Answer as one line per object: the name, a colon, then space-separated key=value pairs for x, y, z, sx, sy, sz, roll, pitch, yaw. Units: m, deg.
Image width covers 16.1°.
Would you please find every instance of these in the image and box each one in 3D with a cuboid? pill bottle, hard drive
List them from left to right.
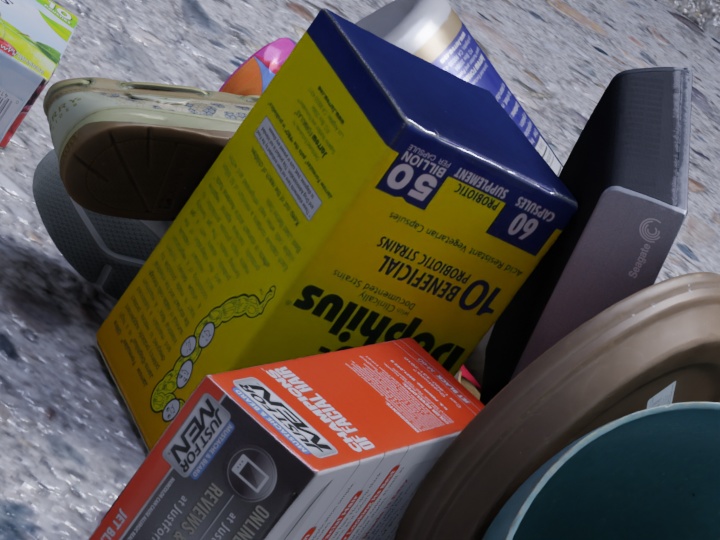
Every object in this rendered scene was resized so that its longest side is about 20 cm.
pill bottle: x=0.049 y=-0.037 z=1.345 sx=0.200 sy=0.116 sz=0.116 roll=54 pitch=13 yaw=-14
hard drive: x=0.101 y=0.010 z=1.197 sx=0.042 sy=0.200 sz=0.135 roll=19 pitch=37 yaw=-5

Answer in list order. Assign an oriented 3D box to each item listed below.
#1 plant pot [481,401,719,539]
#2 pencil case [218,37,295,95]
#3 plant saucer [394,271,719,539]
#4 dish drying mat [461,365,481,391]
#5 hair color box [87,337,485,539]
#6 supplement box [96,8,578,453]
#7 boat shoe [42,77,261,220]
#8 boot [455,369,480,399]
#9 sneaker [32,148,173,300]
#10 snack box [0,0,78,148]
plant pot: x=0.120 y=0.164 z=1.073 sx=0.200 sy=0.200 sz=0.135 roll=32 pitch=-19 yaw=-11
pencil case: x=-0.002 y=-0.057 z=1.578 sx=0.200 sy=0.088 sz=0.088 roll=42 pitch=18 yaw=14
plant saucer: x=0.100 y=0.081 z=1.136 sx=0.029 sy=0.200 sz=0.200 roll=48 pitch=20 yaw=25
dish drying mat: x=0.023 y=0.043 z=1.461 sx=0.200 sy=0.018 sz=0.077 roll=36 pitch=17 yaw=5
hair color box: x=-0.027 y=0.094 z=1.056 sx=0.064 sy=0.111 sz=0.200 roll=41 pitch=17 yaw=16
supplement box: x=-0.014 y=0.002 z=1.174 sx=0.109 sy=0.200 sz=0.110 roll=23 pitch=21 yaw=-35
boat shoe: x=-0.055 y=-0.057 z=1.230 sx=0.200 sy=0.073 sz=0.063 roll=11 pitch=34 yaw=-33
boot: x=0.047 y=0.098 z=1.275 sx=0.075 sy=0.074 sz=0.200 roll=43 pitch=14 yaw=-4
sneaker: x=-0.076 y=-0.013 z=1.285 sx=0.200 sy=0.070 sz=0.080 roll=33 pitch=57 yaw=-25
snack box: x=-0.258 y=-0.156 z=1.392 sx=0.200 sy=0.053 sz=0.142 roll=32 pitch=15 yaw=-10
